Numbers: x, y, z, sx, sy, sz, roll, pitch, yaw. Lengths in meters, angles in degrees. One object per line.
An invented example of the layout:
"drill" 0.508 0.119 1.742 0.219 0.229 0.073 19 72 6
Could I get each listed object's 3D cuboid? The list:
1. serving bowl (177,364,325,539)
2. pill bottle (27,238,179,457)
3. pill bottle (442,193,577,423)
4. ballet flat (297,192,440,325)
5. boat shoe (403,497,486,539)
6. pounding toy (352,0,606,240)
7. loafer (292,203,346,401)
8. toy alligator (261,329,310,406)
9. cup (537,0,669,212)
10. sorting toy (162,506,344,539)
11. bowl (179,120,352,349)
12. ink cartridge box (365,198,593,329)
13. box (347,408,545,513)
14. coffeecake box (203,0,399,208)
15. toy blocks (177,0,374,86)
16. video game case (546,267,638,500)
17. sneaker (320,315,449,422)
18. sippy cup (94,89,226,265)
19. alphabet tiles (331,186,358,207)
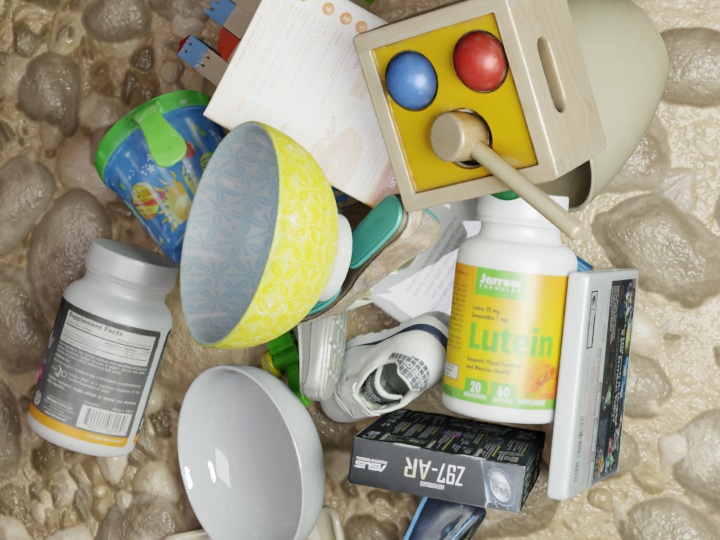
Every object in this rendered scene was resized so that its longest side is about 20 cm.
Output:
"serving bowl" -0.099 0.187 1.565 0.199 0.065 0.203 13 109 45
"pill bottle" -0.257 0.077 1.597 0.115 0.116 0.202 19 96 11
"pill bottle" 0.137 0.030 1.424 0.110 0.111 0.203 7 94 12
"ballet flat" 0.000 0.000 1.446 0.199 0.067 0.069 -34 54 39
"boat shoe" 0.062 0.311 1.553 0.068 0.084 0.202 24 100 22
"pounding toy" 0.108 -0.126 1.311 0.183 0.142 0.202 -11 101 37
"loafer" -0.050 0.029 1.531 0.069 0.070 0.202 -3 68 10
"toy alligator" -0.078 0.040 1.590 0.059 0.054 0.202 -24 79 27
"cup" 0.202 -0.176 1.463 0.143 0.200 0.201 -33 85 -17
"sorting toy" -0.100 0.349 1.615 0.198 0.036 0.188 -11 90 13
"bowl" -0.072 -0.022 1.391 0.107 0.200 0.203 12 97 -28
"ink cartridge box" 0.105 0.003 1.529 0.199 0.086 0.147 35 99 11
"box" 0.086 0.174 1.483 0.158 0.200 0.044 9 95 11
"coffeecake box" -0.021 -0.164 1.450 0.198 0.073 0.155 28 96 -4
"toy blocks" -0.090 -0.239 1.551 0.136 0.100 0.201 38 99 19
"video game case" 0.217 0.100 1.461 0.023 0.181 0.203 7 94 24
"sneaker" 0.011 0.108 1.519 0.076 0.081 0.200 46 140 -6
"sippy cup" -0.170 -0.082 1.527 0.140 0.177 0.131 -44 66 26
"alphabet tiles" -0.020 -0.168 1.585 0.193 0.015 0.202 -17 89 12
